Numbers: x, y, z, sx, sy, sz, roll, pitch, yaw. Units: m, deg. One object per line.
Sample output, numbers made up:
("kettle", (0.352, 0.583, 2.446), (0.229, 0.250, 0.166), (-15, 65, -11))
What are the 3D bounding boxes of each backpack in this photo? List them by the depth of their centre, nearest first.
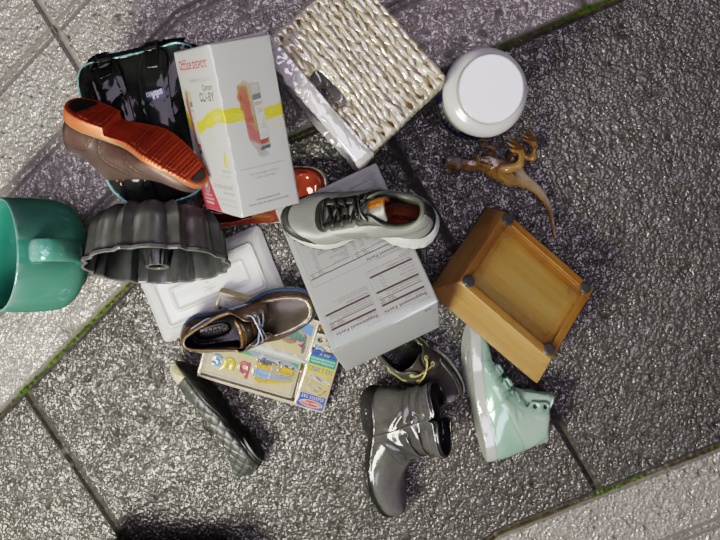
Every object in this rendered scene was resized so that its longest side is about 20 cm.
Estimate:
("backpack", (-0.273, -0.192, 1.160), (0.172, 0.153, 0.205), (-13, 96, -1))

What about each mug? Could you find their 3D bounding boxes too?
("mug", (-0.433, -0.013, 1.175), (0.113, 0.185, 0.155), (1, 120, -40))

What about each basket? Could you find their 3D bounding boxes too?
("basket", (-0.011, -0.256, 1.128), (0.160, 0.200, 0.199), (-42, 94, 3))

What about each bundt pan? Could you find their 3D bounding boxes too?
("bundt pan", (-0.273, -0.041, 1.150), (0.197, 0.202, 0.078), (-4, 77, 1))

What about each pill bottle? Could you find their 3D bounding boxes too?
("pill bottle", (0.158, -0.231, 1.126), (0.108, 0.200, 0.114), (0, 97, 1))

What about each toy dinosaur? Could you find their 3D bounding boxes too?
("toy dinosaur", (0.217, -0.139, 1.218), (0.197, 0.061, 0.107), (25, 134, -4))

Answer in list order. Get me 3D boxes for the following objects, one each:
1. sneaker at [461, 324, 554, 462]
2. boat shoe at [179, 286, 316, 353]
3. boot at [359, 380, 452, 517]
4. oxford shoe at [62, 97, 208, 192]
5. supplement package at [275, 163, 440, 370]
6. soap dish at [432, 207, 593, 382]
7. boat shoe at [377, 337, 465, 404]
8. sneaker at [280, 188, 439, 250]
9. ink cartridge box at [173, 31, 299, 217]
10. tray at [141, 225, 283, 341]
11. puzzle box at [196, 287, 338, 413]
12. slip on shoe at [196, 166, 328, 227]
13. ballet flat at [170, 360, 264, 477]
("sneaker", (0.215, 0.163, 1.243), (0.115, 0.074, 0.205), (-12, 94, -5))
("boat shoe", (-0.154, 0.080, 1.189), (0.196, 0.072, 0.074), (-17, 103, 2))
("boot", (0.071, 0.260, 1.226), (0.129, 0.069, 0.205), (-4, 100, 35))
("oxford shoe", (-0.281, -0.142, 1.071), (0.197, 0.071, 0.073), (28, 126, 6))
("supplement package", (0.000, 0.000, 1.145), (0.148, 0.152, 0.203), (-24, 74, -1))
("soap dish", (0.217, 0.029, 1.193), (0.199, 0.081, 0.158), (39, 70, -3))
("boat shoe", (0.071, 0.129, 1.242), (0.200, 0.061, 0.072), (39, 96, -4))
("sneaker", (-0.003, -0.070, 1.044), (0.195, 0.079, 0.076), (0, 74, 8))
("ink cartridge box", (-0.154, -0.179, 1.055), (0.082, 0.144, 0.205), (-16, 106, -25))
("tray", (-0.219, 0.021, 1.253), (0.196, 0.022, 0.109), (-22, 95, 3))
("puzzle box", (-0.128, 0.117, 1.249), (0.196, 0.025, 0.136), (16, 102, -5))
("slip on shoe", (-0.140, -0.101, 1.217), (0.195, 0.061, 0.076), (-11, 95, 1))
("ballet flat", (-0.217, 0.218, 1.255), (0.056, 0.066, 0.201), (-36, 95, 10))
